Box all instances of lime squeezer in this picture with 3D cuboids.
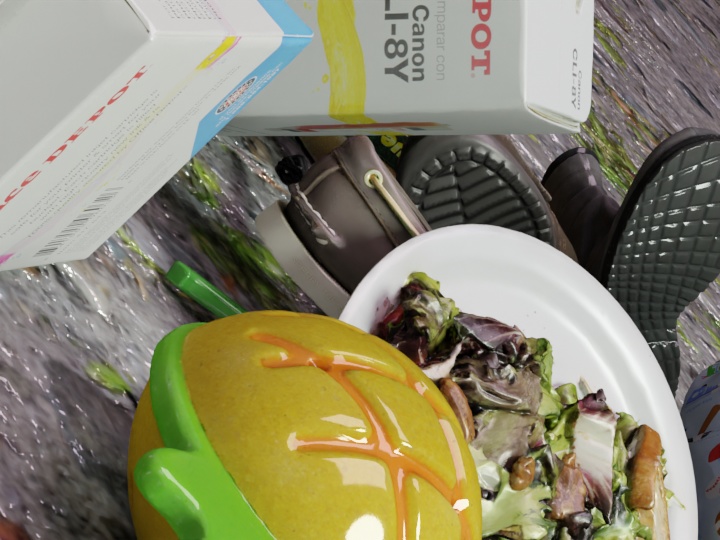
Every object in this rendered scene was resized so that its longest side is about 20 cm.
[{"bbox_3d":[0.001,0.060,1.225,0.071,0.038,0.200,16,-13,46],"label":"lime squeezer"}]

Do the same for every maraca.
[{"bbox_3d":[-0.020,0.078,0.940,0.137,0.107,0.200,44,15,-7],"label":"maraca"}]

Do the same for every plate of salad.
[{"bbox_3d":[0.066,0.077,1.142,0.200,0.048,0.200,14,68,-37],"label":"plate of salad"}]

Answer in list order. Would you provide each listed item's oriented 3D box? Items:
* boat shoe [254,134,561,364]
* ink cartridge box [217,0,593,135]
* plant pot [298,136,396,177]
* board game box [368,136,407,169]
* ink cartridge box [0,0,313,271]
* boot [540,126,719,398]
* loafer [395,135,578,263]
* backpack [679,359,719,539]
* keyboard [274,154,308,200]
[{"bbox_3d":[0.046,0.028,1.212,0.200,0.060,0.072,44,9,-15],"label":"boat shoe"},{"bbox_3d":[-0.007,-0.133,1.266,0.083,0.200,0.145,9,81,-68],"label":"ink cartridge box"},{"bbox_3d":[0.031,-0.045,1.587,0.200,0.027,0.200,45,14,-15],"label":"plant pot"},{"bbox_3d":[0.027,-0.111,1.588,0.105,0.023,0.200,38,26,-9],"label":"board game box"},{"bbox_3d":[-0.126,-0.084,1.013,0.125,0.129,0.200,50,14,8],"label":"ink cartridge box"},{"bbox_3d":[0.133,-0.024,1.562,0.070,0.200,0.132,0,42,-22],"label":"boot"},{"bbox_3d":[0.062,-0.019,1.464,0.200,0.073,0.071,60,12,-51],"label":"loafer"},{"bbox_3d":[0.214,0.112,1.289,0.200,0.154,0.191,42,36,-28],"label":"backpack"},{"bbox_3d":[0.000,0.000,1.356,0.127,0.021,0.200,51,7,-18],"label":"keyboard"}]
